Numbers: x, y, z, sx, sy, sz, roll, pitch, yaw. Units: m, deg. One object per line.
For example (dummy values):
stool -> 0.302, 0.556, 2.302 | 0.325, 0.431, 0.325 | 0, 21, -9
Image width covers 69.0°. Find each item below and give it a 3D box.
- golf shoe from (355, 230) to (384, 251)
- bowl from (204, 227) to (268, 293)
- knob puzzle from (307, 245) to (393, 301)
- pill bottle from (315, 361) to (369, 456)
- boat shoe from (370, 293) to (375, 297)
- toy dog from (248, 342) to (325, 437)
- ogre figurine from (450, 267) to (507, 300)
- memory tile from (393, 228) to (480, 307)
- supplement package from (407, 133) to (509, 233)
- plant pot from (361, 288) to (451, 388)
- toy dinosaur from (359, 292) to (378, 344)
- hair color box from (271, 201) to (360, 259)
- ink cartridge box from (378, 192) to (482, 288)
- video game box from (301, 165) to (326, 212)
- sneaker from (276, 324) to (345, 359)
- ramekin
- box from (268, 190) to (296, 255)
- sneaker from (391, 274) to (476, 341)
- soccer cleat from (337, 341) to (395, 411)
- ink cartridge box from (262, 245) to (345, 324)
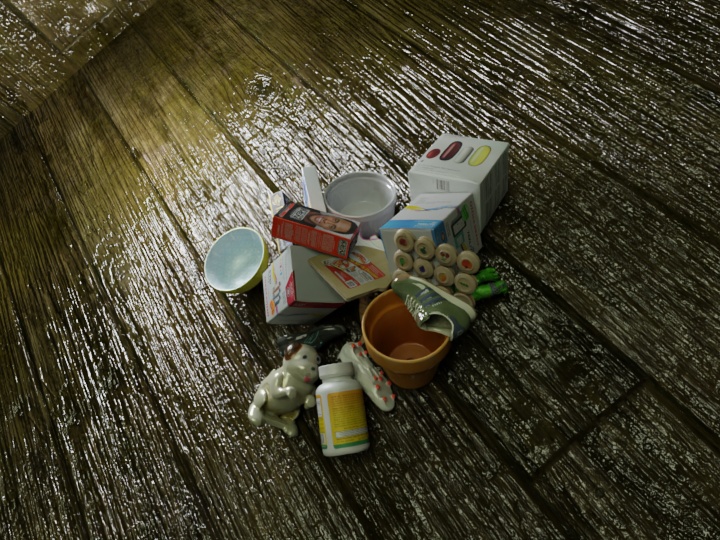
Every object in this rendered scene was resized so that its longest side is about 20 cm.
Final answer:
golf shoe -> 0.052, -0.041, 1.365 | 0.198, 0.075, 0.092 | 22, 84, -9
bowl -> -0.343, -0.013, 1.537 | 0.198, 0.108, 0.202 | -9, 62, 18
knob puzzle -> 0.000, 0.000, 1.263 | 0.217, 0.031, 0.220 | 4, 35, -2
pill bottle -> -0.046, 0.321, 1.229 | 0.112, 0.113, 0.202 | -13, 76, 16
boat shoe -> -0.008, -0.014, 1.422 | 0.067, 0.072, 0.201 | -36, 58, 1
toy dog -> -0.166, 0.279, 1.304 | 0.201, 0.139, 0.194 | -55, 19, 14
ogre figurine -> 0.253, 0.018, 1.292 | 0.120, 0.098, 0.200 | -36, 72, -18
memory tile -> 0.156, 0.003, 1.118 | 0.199, 0.154, 0.017 | 21, 41, 27
supplement package -> 0.254, -0.226, 1.332 | 0.190, 0.148, 0.200 | 16, 48, 28
plant pot -> 0.111, 0.171, 1.202 | 0.198, 0.184, 0.201 | -5, 49, 5
toy dinosaur -> 0.020, 0.122, 1.356 | 0.105, 0.060, 0.202 | -1, 91, 18
hair color box -> -0.109, -0.101, 1.294 | 0.198, 0.062, 0.102 | 17, 33, 7
ink cartridge box -> 0.168, -0.075, 1.214 | 0.145, 0.148, 0.200 | 4, 32, 38
video game box -> -0.125, -0.158, 1.475 | 0.046, 0.183, 0.201 | -11, 59, -7
sneaker -> -0.124, 0.194, 1.382 | 0.198, 0.075, 0.080 | -19, 74, 20
ramekin -> 0.003, -0.173, 1.444 | 0.198, 0.106, 0.201 | -4, 47, 4
box -> -0.190, -0.104, 1.488 | 0.049, 0.160, 0.202 | -21, 60, 11
sneaker -> 0.137, 0.080, 1.106 | 0.199, 0.067, 0.090 | 25, 52, 24
soccer cleat -> 0.014, 0.266, 1.290 | 0.078, 0.069, 0.201 | -50, 61, 28
ink cartridge box -> -0.150, 0.044, 1.349 | 0.200, 0.143, 0.147 | -37, 56, 53
